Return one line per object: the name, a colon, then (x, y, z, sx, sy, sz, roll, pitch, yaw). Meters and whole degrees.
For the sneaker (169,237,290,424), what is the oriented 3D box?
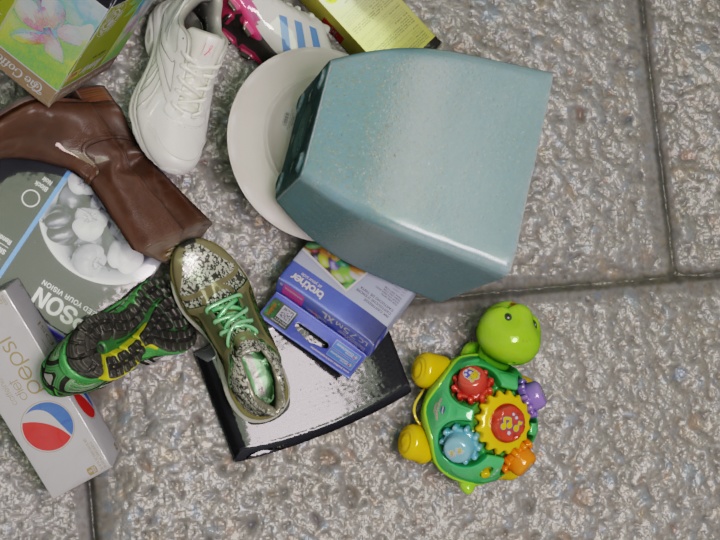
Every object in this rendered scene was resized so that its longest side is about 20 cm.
sneaker: (-0.115, 0.058, 1.229, 0.077, 0.089, 0.200, -30, 99, -16)

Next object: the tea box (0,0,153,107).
tea box: (-0.298, -0.302, 1.206, 0.200, 0.134, 0.197, 38, 121, -3)

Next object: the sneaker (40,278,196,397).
sneaker: (-0.231, 0.064, 1.224, 0.085, 0.200, 0.078, -27, 88, 30)

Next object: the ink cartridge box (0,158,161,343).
ink cartridge box: (-0.319, -0.001, 1.268, 0.198, 0.043, 0.200, 32, 80, -8)

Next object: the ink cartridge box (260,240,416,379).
ink cartridge box: (0.000, 0.000, 1.303, 0.119, 0.042, 0.200, 35, 66, 6)

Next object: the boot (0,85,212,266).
boot: (-0.257, -0.078, 1.230, 0.186, 0.064, 0.200, -28, 78, -42)

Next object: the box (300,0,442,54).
box: (-0.009, -0.285, 1.357, 0.200, 0.050, 0.075, 46, 78, -5)

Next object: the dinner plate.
dinner plate: (-0.035, -0.129, 1.285, 0.200, 0.024, 0.200, 3, 81, -21)

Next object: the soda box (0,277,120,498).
soda box: (-0.310, 0.112, 1.224, 0.068, 0.064, 0.200, -28, 101, 2)

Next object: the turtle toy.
turtle toy: (0.130, 0.129, 1.304, 0.146, 0.101, 0.200, 14, 82, -26)

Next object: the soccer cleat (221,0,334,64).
soccer cleat: (-0.085, -0.251, 1.336, 0.200, 0.070, 0.086, 48, 62, -6)

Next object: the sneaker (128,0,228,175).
sneaker: (-0.173, -0.195, 1.265, 0.078, 0.099, 0.200, 11, 69, -33)

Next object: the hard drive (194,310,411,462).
hard drive: (-0.055, 0.104, 1.312, 0.200, 0.042, 0.135, -20, 89, -13)

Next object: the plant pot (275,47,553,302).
plant pot: (0.035, -0.100, 1.198, 0.200, 0.196, 0.197, 17, 77, -14)
